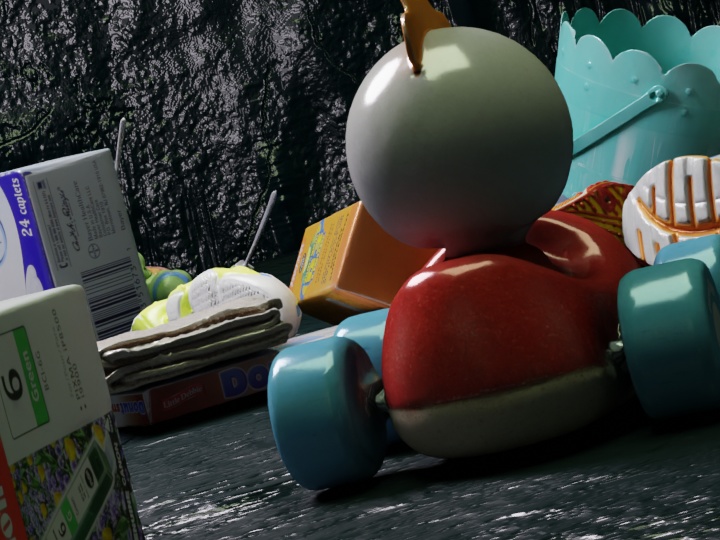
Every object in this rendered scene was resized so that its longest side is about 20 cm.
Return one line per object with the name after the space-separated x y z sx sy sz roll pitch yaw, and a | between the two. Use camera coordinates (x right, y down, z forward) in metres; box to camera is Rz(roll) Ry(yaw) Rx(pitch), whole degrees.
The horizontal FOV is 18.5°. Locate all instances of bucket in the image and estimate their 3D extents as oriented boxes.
0.243 -0.123 1.775 0.206 0.136 0.207 10 16 -3 | bucket

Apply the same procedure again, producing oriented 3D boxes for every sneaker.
0.262 -0.038 1.427 0.199 0.079 0.077 -8 -7 33 | sneaker
-0.081 0.031 1.597 0.105 0.076 0.199 -15 2 -37 | sneaker
0.131 -0.012 1.488 0.199 0.073 0.077 -13 -8 -32 | sneaker

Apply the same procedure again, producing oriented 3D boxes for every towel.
-0.127 0.049 1.398 0.132 0.035 0.200 -15 1 -21 | towel

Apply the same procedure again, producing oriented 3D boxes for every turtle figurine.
-0.166 -0.011 1.945 0.143 0.202 0.194 2 -12 -22 | turtle figurine

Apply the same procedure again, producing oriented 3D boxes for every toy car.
0.052 -0.030 0.932 0.183 0.201 0.177 -12 3 17 | toy car

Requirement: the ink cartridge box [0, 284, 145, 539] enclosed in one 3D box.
-0.135 0.073 0.744 0.050 0.110 0.200 -13 3 14 | ink cartridge box

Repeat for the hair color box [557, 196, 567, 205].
0.201 -0.050 1.920 0.098 0.061 0.200 -11 3 29 | hair color box

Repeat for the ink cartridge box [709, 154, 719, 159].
0.322 -0.064 1.557 0.199 0.068 0.115 -14 3 -14 | ink cartridge box

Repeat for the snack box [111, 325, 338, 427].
-0.062 0.062 1.410 0.199 0.024 0.072 -16 4 -29 | snack box

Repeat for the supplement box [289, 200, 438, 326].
0.000 0.000 1.543 0.068 0.067 0.200 17 -8 -8 | supplement box

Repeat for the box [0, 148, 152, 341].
-0.281 0.011 1.834 0.199 0.185 0.105 -12 5 43 | box
